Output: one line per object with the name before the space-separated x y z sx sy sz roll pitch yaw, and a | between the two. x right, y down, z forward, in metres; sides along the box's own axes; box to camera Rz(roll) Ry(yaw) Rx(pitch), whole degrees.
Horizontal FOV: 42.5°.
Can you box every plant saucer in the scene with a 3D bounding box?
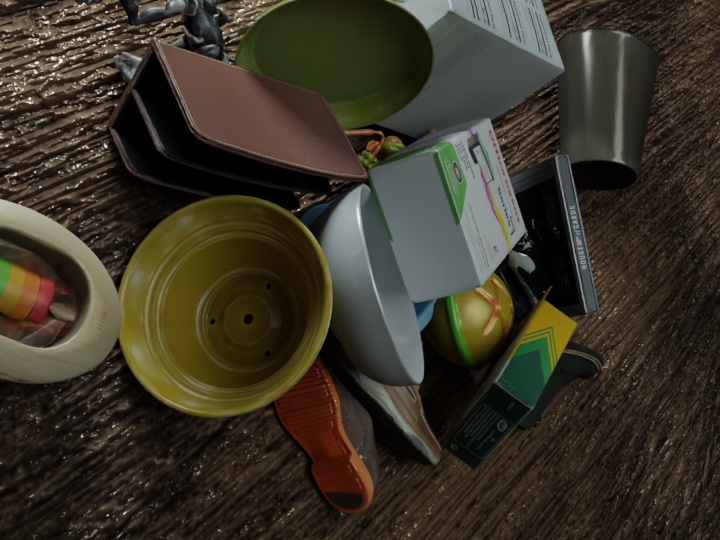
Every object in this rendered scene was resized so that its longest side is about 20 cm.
plant saucer | -0.027 -0.214 0.931 0.200 0.200 0.031 21 51 -39

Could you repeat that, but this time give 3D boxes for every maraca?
maraca | 0.133 0.050 1.112 0.200 0.107 0.137 1 81 -70

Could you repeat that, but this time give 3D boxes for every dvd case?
dvd case | 0.245 -0.036 1.209 0.025 0.150 0.200 -8 85 -19

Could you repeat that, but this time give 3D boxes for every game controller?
game controller | 0.167 -0.033 1.192 0.200 0.042 0.104 62 29 -13

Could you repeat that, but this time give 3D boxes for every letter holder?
letter holder | -0.110 -0.110 0.870 0.200 0.101 0.142 9 40 -43

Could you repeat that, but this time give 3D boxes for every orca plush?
orca plush | 0.217 -0.024 1.152 0.105 0.071 0.200 -28 96 -62

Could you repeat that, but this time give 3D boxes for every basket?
basket | 0.364 -0.232 1.386 0.180 0.136 0.200 20 70 -36

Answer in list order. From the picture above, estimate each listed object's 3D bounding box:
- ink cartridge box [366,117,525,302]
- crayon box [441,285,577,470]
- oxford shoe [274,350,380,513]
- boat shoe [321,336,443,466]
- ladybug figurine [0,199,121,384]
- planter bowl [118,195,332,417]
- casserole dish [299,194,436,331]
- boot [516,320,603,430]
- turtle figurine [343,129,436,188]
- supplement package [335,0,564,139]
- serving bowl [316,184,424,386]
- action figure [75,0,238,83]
ink cartridge box | 0.099 -0.071 0.992 0.200 0.084 0.145 -39 112 -61
crayon box | 0.176 0.119 1.054 0.052 0.126 0.200 36 41 5
oxford shoe | -0.033 0.148 0.958 0.073 0.071 0.200 -44 119 -58
boat shoe | 0.036 0.133 1.003 0.072 0.076 0.200 -50 120 -25
ladybug figurine | -0.287 0.017 0.729 0.200 0.072 0.136 33 59 -35
planter bowl | -0.114 0.038 0.853 0.083 0.200 0.201 50 39 -72
casserole dish | 0.000 0.000 1.005 0.121 0.039 0.200 -47 117 -1
boot | 0.245 0.155 1.230 0.200 0.077 0.139 23 82 -45
turtle figurine | 0.030 -0.088 1.069 0.200 0.064 0.162 3 85 -52
supplement package | 0.085 -0.266 1.061 0.200 0.191 0.147 12 58 -43
serving bowl | 0.002 0.021 0.896 0.200 0.066 0.200 -16 90 -80
action figure | -0.190 -0.243 0.873 0.200 0.102 0.119 35 44 -65
